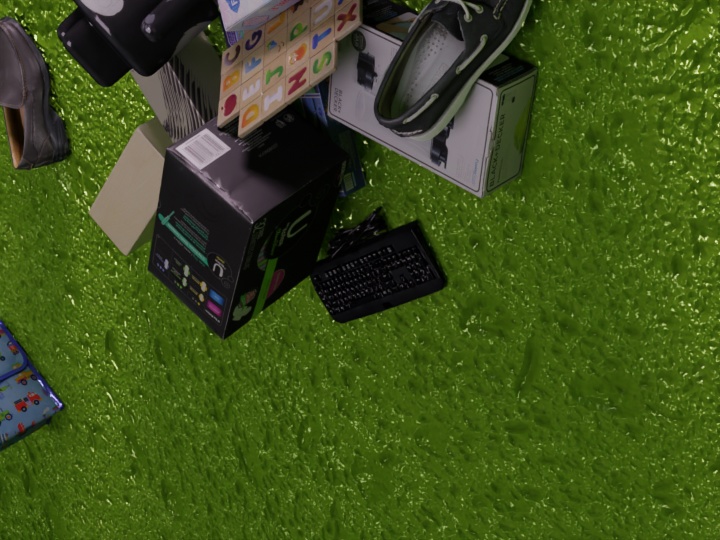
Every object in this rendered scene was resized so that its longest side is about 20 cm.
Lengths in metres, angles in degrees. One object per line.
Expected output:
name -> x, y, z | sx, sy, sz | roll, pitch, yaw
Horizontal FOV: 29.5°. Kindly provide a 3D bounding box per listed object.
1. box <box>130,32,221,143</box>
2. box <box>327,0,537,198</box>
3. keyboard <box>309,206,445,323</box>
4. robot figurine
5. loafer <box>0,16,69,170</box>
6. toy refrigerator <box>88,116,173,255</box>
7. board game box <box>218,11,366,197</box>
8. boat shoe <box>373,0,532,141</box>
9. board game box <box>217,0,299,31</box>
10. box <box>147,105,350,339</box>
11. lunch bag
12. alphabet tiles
box -> -0.187, -0.196, 1.518 | 0.201, 0.068, 0.082 | 57, 143, 3
box -> 0.062, -0.164, 1.268 | 0.199, 0.060, 0.117 | 31, 133, 33
keyboard -> 0.000, 0.000, 1.458 | 0.200, 0.040, 0.105 | -23, 96, 51
robot figurine -> -0.214, -0.279, 1.400 | 0.150, 0.200, 0.125 | 47, 179, 21
loafer -> -0.445, -0.228, 1.782 | 0.073, 0.072, 0.201 | 0, 112, 49
toy refrigerator -> -0.254, -0.107, 1.652 | 0.076, 0.070, 0.200 | 48, 141, 4
board game box -> -0.072, -0.179, 1.427 | 0.135, 0.034, 0.201 | 9, 119, 46
boat shoe -> 0.081, -0.201, 1.158 | 0.075, 0.060, 0.201 | 35, 104, 31
board game box -> -0.082, -0.354, 1.279 | 0.199, 0.041, 0.201 | -19, 84, 47
box -> -0.120, -0.057, 1.407 | 0.124, 0.148, 0.200 | 40, 144, 17
lunch bag -> -0.588, 0.178, 2.134 | 0.201, 0.150, 0.094 | 56, 141, 4
alphabet tiles -> -0.069, -0.221, 1.305 | 0.200, 0.006, 0.167 | -31, 45, 36
